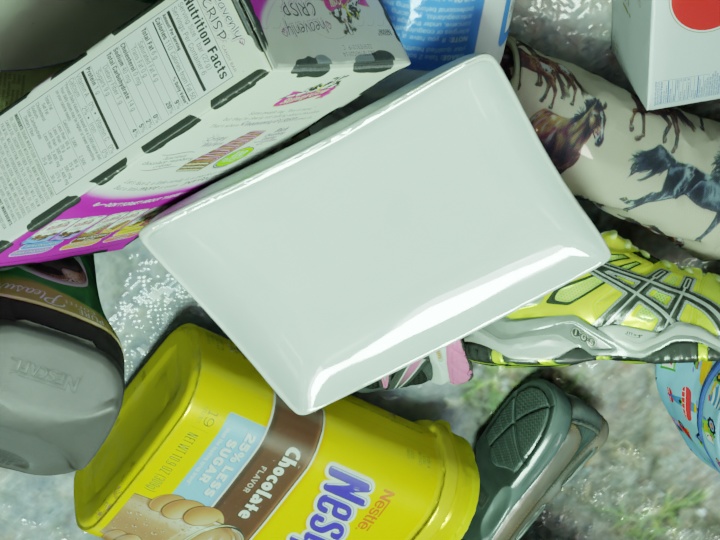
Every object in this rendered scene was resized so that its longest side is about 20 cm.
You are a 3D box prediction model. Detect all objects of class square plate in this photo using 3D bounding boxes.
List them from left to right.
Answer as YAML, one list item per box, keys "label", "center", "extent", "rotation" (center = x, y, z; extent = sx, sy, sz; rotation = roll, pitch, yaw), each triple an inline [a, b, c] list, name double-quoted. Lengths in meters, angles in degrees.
- label: "square plate"
  center: [0.011, -0.019, 1.206]
  extent: [0.197, 0.029, 0.200]
  rotation: [-27, 142, 9]

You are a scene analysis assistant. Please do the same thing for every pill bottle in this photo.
- label: "pill bottle"
  center: [0.026, -0.155, 1.177]
  extent: [0.111, 0.112, 0.201]
  rotation: [1, 122, -16]

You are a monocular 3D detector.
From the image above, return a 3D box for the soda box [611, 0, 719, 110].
- label: "soda box"
  center: [0.173, -0.189, 1.223]
  extent: [0.063, 0.068, 0.201]
  rotation: [-9, 126, -9]

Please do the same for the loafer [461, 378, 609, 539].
- label: "loafer"
  center: [0.081, 0.158, 1.445]
  extent: [0.063, 0.072, 0.200]
  rotation: [23, 114, -34]

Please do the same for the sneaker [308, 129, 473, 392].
- label: "sneaker"
  center: [0.000, 0.000, 1.305]
  extent: [0.086, 0.081, 0.201]
  rotation: [-18, 124, 4]

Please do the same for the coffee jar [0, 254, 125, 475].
- label: "coffee jar"
  center: [-0.181, 0.016, 1.187]
  extent: [0.104, 0.200, 0.086]
  rotation: [19, 118, -26]

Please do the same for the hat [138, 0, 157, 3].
- label: "hat"
  center: [-0.076, -0.152, 1.008]
  extent: [0.199, 0.176, 0.166]
  rotation: [-19, 123, 2]

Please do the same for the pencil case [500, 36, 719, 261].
- label: "pencil case"
  center: [0.139, -0.066, 1.296]
  extent: [0.199, 0.089, 0.078]
  rotation: [18, 90, -26]

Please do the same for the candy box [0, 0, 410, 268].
- label: "candy box"
  center: [-0.093, -0.074, 1.106]
  extent: [0.199, 0.061, 0.136]
  rotation: [-30, 172, 27]

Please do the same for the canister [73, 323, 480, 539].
- label: "canister"
  center: [-0.052, 0.127, 1.372]
  extent: [0.199, 0.087, 0.149]
  rotation: [25, 119, -27]

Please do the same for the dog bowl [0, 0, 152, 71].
- label: "dog bowl"
  center: [-0.170, -0.200, 1.115]
  extent: [0.198, 0.079, 0.201]
  rotation: [-7, 126, -10]

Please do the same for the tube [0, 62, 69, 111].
- label: "tube"
  center: [-0.218, -0.097, 1.196]
  extent: [0.198, 0.052, 0.059]
  rotation: [3, 92, -15]

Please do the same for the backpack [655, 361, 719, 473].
- label: "backpack"
  center: [0.288, 0.070, 1.398]
  extent: [0.199, 0.135, 0.183]
  rotation: [-27, 126, 8]

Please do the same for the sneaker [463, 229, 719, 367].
- label: "sneaker"
  center: [0.157, 0.015, 1.307]
  extent: [0.198, 0.075, 0.077]
  rotation: [-1, 86, -7]
